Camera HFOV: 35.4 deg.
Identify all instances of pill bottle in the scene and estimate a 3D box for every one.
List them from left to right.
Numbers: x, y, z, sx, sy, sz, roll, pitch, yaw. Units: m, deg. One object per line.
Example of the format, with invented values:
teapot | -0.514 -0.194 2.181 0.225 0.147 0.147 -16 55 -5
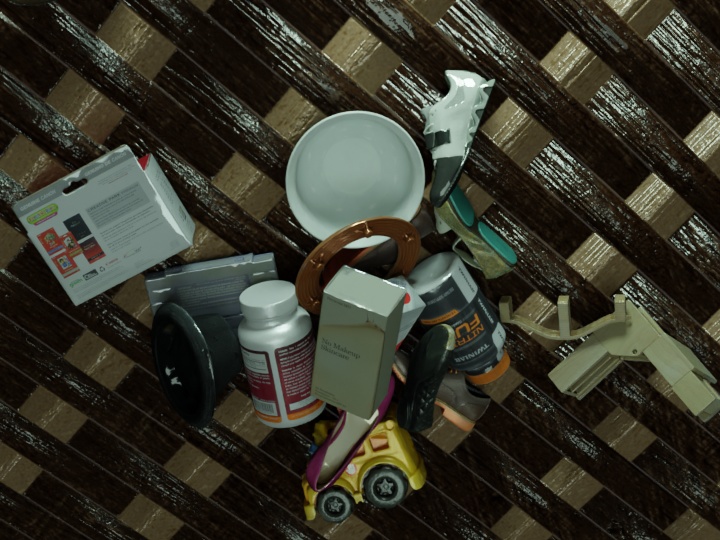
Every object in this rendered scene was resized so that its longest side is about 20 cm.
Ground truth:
pill bottle | -0.120 0.123 1.680 0.112 0.113 0.201 -9 114 0
pill bottle | 0.153 0.079 1.719 0.106 0.106 0.201 -31 112 9

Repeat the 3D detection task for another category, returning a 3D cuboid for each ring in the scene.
ring | 0.000 0.000 1.625 0.199 0.019 0.201 -21 144 -16

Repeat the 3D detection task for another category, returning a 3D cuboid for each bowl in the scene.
bowl | -0.009 -0.141 1.621 0.199 0.091 0.203 -1 113 -3

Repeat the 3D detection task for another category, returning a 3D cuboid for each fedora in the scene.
fedora | -0.233 0.131 1.671 0.091 0.200 0.202 -20 118 -31

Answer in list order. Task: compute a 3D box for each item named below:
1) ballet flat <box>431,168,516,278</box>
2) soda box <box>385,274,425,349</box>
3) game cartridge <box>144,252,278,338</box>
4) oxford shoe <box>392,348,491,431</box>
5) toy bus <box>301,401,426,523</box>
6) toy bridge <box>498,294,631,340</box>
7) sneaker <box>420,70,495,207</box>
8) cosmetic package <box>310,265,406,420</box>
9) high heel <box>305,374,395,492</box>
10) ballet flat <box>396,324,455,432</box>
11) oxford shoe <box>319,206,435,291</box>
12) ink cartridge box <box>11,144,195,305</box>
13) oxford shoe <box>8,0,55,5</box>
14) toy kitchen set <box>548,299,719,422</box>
ballet flat | 0.153 -0.062 1.684 0.071 0.071 0.200 -39 111 12
soda box | 0.019 0.099 1.691 0.068 0.064 0.201 -17 149 -40
game cartridge | -0.219 0.046 1.718 0.198 0.038 0.131 -9 110 0
oxford shoe | 0.120 0.170 1.778 0.200 0.071 0.073 37 101 -21
toy bus | -0.015 0.281 1.790 0.199 0.136 0.193 -19 100 7
toy bridge | 0.315 0.073 1.736 0.198 0.027 0.068 -1 115 17
sneaker | 0.120 -0.190 1.606 0.088 0.074 0.201 19 83 2
cosmetic package | -0.005 0.104 1.604 0.103 0.073 0.201 20 130 16
high heel | -0.013 0.241 1.681 0.067 0.096 0.200 42 97 -13
ballet flat | 0.104 0.160 1.699 0.056 0.067 0.201 -1 128 -28
oxford shoe | 0.024 -0.023 1.686 0.200 0.071 0.073 -38 116 12
ink cartridge box | -0.368 -0.077 1.625 0.199 0.084 0.176 -26 113 7
oxford shoe | -0.386 -0.397 1.487 0.198 0.085 0.073 -18 115 5
toy kitchen set | 0.445 0.187 1.766 0.180 0.200 0.163 -45 151 14
